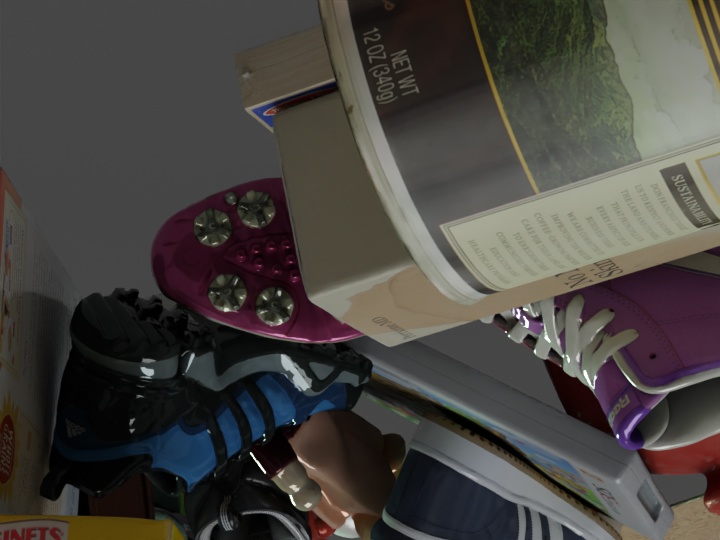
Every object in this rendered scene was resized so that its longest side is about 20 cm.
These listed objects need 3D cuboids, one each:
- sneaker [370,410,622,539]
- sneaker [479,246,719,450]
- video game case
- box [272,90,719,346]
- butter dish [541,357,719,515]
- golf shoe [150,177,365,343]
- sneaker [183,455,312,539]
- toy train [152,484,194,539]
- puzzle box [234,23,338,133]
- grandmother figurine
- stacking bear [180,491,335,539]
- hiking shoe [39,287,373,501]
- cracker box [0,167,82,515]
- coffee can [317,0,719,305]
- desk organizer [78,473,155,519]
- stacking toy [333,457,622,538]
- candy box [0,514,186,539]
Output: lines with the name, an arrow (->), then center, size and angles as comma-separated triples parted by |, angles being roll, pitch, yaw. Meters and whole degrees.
sneaker -> 0.066, 0.157, 1.145 | 0.070, 0.109, 0.200 | 22, 170, 38
sneaker -> 0.083, 0.015, 0.869 | 0.199, 0.115, 0.073 | 3, 141, 12
video game case -> 0.063, 0.077, 1.124 | 0.199, 0.022, 0.182 | 26, 172, 20
box -> 0.077, -0.042, 0.808 | 0.199, 0.078, 0.095 | -18, 160, 19
butter dish -> 0.185, 0.055, 1.121 | 0.198, 0.149, 0.200 | -17, 161, 19
golf shoe -> 0.000, 0.000, 0.977 | 0.198, 0.076, 0.092 | -1, 169, -15
sneaker -> -0.060, 0.120, 1.214 | 0.075, 0.115, 0.200 | -14, 161, 10
toy train -> -0.141, 0.175, 1.240 | 0.199, 0.114, 0.085 | 30, -170, -18
puzzle box -> 0.065, -0.083, 0.847 | 0.199, 0.026, 0.133 | -17, 160, 16
grandmother figurine -> -0.045, 0.074, 1.100 | 0.061, 0.121, 0.200 | -42, 130, 9
stacking bear -> -0.115, 0.174, 1.361 | 0.199, 0.115, 0.121 | -7, 161, -26
hiking shoe -> -0.073, 0.058, 0.986 | 0.199, 0.074, 0.087 | 6, 110, -54
cracker box -> -0.164, 0.053, 0.922 | 0.057, 0.135, 0.200 | 0, 161, 5
coffee can -> 0.104, -0.086, 0.671 | 0.199, 0.147, 0.146 | -18, 160, 18
desk organizer -> -0.150, 0.131, 1.065 | 0.077, 0.201, 0.072 | 3, 157, -31
stacking toy -> 0.064, 0.159, 1.431 | 0.198, 0.147, 0.146 | 11, 157, -10
candy box -> -0.166, 0.120, 0.870 | 0.198, 0.027, 0.102 | 0, 158, 6
